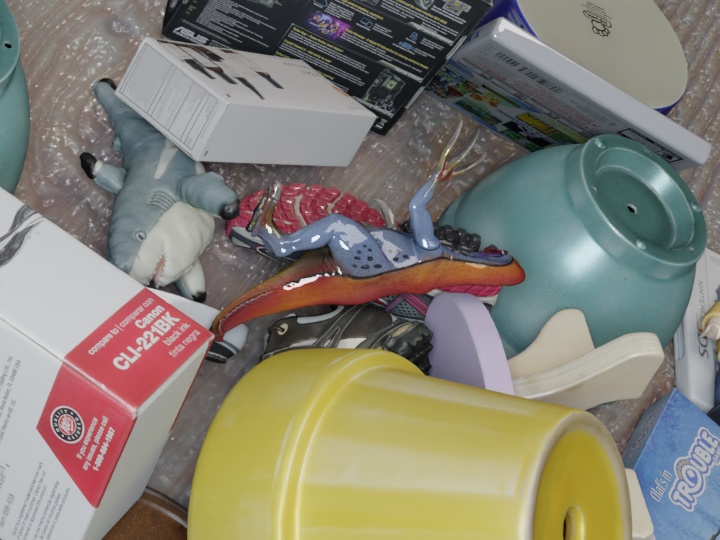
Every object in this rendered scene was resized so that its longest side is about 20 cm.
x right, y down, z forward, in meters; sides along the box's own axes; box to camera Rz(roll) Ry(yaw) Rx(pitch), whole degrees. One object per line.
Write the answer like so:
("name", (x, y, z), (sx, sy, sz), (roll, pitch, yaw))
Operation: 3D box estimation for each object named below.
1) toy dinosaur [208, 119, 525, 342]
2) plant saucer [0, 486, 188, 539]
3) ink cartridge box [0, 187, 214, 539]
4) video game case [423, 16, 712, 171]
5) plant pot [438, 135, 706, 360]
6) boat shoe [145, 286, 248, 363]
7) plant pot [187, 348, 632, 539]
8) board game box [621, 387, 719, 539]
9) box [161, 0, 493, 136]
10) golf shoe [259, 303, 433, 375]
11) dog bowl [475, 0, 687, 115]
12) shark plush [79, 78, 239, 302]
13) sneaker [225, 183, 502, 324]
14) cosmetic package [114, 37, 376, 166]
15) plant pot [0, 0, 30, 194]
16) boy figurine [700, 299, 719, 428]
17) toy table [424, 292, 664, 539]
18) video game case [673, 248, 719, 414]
("toy dinosaur", (0.014, 0.000, 1.042), (0.181, 0.105, 0.200), (25, 72, -8))
("plant saucer", (-0.136, 0.193, 0.887), (0.200, 0.032, 0.200), (21, 45, -22))
("ink cartridge box", (-0.198, 0.045, 0.852), (0.200, 0.144, 0.084), (34, 38, 7))
("video game case", (0.153, -0.128, 1.285), (0.200, 0.182, 0.022), (28, 78, -16))
("plant pot", (0.175, -0.017, 1.219), (0.200, 0.134, 0.200), (21, 46, -23))
("boat shoe", (-0.161, 0.033, 0.986), (0.200, 0.069, 0.057), (18, 81, -35))
("plant pot", (0.039, 0.142, 0.887), (0.201, 0.189, 0.201), (8, 81, -57))
("board game box", (0.262, 0.213, 1.167), (0.199, 0.043, 0.200), (40, 41, 0))
("box", (-0.026, -0.201, 1.208), (0.200, 0.160, 0.044), (22, 44, -20))
("golf shoe", (-0.043, 0.082, 1.034), (0.094, 0.078, 0.200), (31, 41, 28))
("dog bowl", (0.191, -0.197, 1.434), (0.200, 0.079, 0.200), (21, 45, -22))
("shark plush", (-0.144, -0.069, 1.063), (0.083, 0.091, 0.200), (2, 55, -27))
("sneaker", (0.000, 0.000, 1.129), (0.200, 0.075, 0.081), (19, 32, -7))
("cosmetic package", (-0.074, -0.116, 1.123), (0.083, 0.051, 0.200), (41, 20, 21))
("plant pot", (-0.281, -0.109, 0.954), (0.200, 0.134, 0.200), (21, 46, -23))
("boy figurine", (0.332, 0.063, 1.301), (0.124, 0.064, 0.200), (32, 46, -7))
("toy table", (0.115, 0.105, 1.063), (0.117, 0.184, 0.200), (2, 62, -16))
("video game case", (0.348, 0.079, 1.362), (0.200, 0.024, 0.182), (25, 44, -19))
